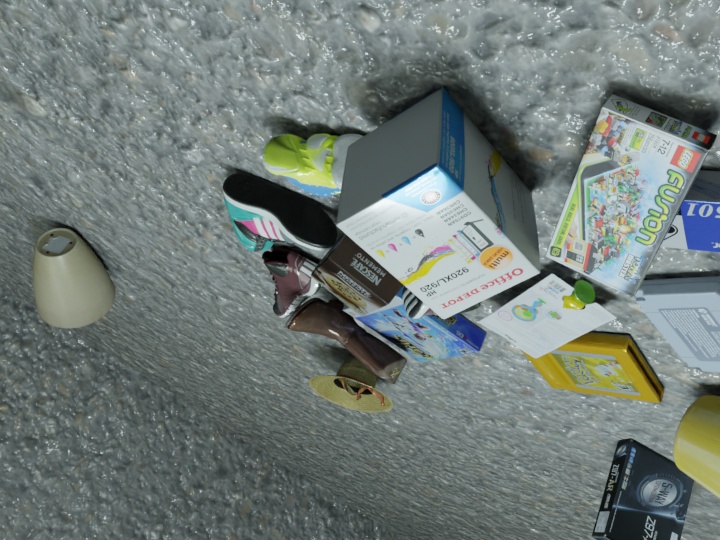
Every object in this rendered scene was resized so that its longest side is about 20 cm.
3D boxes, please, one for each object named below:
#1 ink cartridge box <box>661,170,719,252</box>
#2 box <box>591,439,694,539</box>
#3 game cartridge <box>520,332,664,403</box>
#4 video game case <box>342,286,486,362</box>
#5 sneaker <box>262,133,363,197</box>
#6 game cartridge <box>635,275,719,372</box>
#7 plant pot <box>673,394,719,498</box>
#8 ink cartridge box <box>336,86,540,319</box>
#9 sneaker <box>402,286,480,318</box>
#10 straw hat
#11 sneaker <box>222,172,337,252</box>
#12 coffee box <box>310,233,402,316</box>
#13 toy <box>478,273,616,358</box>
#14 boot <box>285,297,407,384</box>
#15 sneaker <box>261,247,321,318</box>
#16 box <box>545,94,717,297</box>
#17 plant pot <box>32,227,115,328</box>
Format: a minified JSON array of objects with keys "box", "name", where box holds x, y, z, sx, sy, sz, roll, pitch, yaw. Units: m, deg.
[{"box":[0.348,-0.067,0.856,0.200,0.044,0.094,8,151,33],"name":"ink cartridge box"},{"box":[0.547,0.452,1.502,0.160,0.200,0.044,30,156,-8],"name":"box"},{"box":[0.374,0.156,1.285,0.200,0.032,0.176,-1,145,42],"name":"game cartridge"},{"box":[0.094,0.093,1.406,0.200,0.046,0.181,35,155,-19],"name":"video game case"},{"box":[-0.029,-0.139,1.060,0.200,0.076,0.105,15,172,20],"name":"sneaker"},{"box":[0.465,0.073,1.034,0.133,0.041,0.200,0,145,49],"name":"game cartridge"},{"box":[0.584,0.275,1.155,0.189,0.201,0.201,20,160,52],"name":"plant pot"},{"box":[0.095,-0.072,0.915,0.147,0.145,0.200,-28,127,31],"name":"ink cartridge box"},{"box":[0.155,0.005,1.155,0.115,0.076,0.200,5,148,-29],"name":"sneaker"},{"box":[-0.009,0.242,1.748,0.201,0.085,0.201,15,153,8],"name":"straw hat"},{"box":[-0.131,-0.067,1.253,0.200,0.084,0.121,29,151,10],"name":"sneaker"},{"box":[0.000,0.000,1.204,0.113,0.080,0.200,39,167,-3],"name":"coffee box"},{"box":[0.279,0.060,1.169,0.115,0.047,0.200,33,151,-8],"name":"toy"},{"box":[-0.020,0.135,1.421,0.200,0.064,0.186,43,-154,21],"name":"boot"},{"box":[-0.143,0.012,1.452,0.115,0.076,0.200,36,143,-11],"name":"sneaker"},{"box":[0.277,-0.074,0.821,0.110,0.035,0.200,27,136,19],"name":"box"},{"box":[-0.688,0.002,1.831,0.187,0.187,0.200,20,141,12],"name":"plant pot"}]
